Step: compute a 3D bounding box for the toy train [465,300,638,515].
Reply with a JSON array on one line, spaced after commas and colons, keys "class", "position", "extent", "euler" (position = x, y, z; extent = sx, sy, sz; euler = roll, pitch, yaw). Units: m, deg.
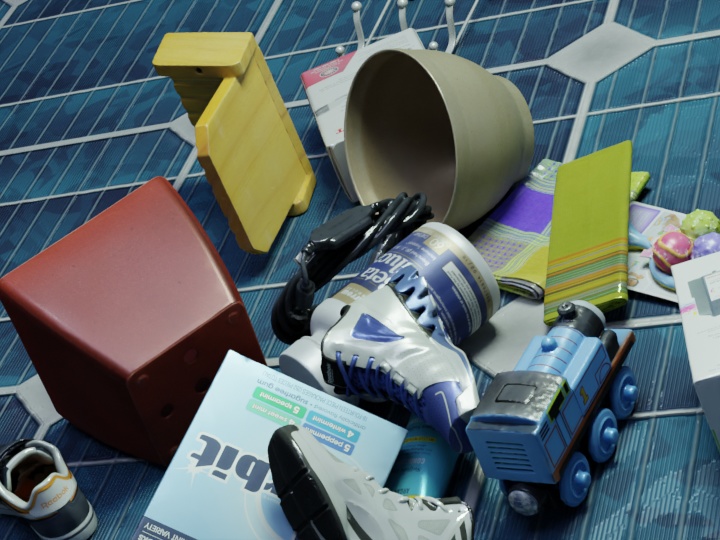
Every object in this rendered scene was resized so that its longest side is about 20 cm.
[{"class": "toy train", "position": [0.167, 0.111, 1.565], "extent": [0.087, 0.114, 0.200], "euler": [3, 41, 34]}]

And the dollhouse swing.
[{"class": "dollhouse swing", "position": [-0.163, -0.128, 2.038], "extent": [0.182, 0.200, 0.176], "euler": [5, 43, 37]}]

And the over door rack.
[{"class": "over door rack", "position": [0.072, -0.320, 2.295], "extent": [0.148, 0.067, 0.200], "euler": [3, 41, 34]}]

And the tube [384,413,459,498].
[{"class": "tube", "position": [0.050, 0.177, 1.613], "extent": [0.077, 0.050, 0.200], "euler": [-16, 35, 38]}]

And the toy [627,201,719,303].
[{"class": "toy", "position": [0.299, -0.024, 1.741], "extent": [0.200, 0.047, 0.115], "euler": [13, 49, 44]}]

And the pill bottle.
[{"class": "pill bottle", "position": [0.024, 0.052, 1.741], "extent": [0.200, 0.111, 0.111], "euler": [-38, 35, -22]}]

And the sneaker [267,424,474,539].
[{"class": "sneaker", "position": [0.016, 0.195, 1.511], "extent": [0.115, 0.201, 0.076], "euler": [-29, -11, -32]}]

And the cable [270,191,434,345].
[{"class": "cable", "position": [0.000, 0.000, 1.806], "extent": [0.051, 0.163, 0.200], "euler": [38, 51, 24]}]

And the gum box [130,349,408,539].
[{"class": "gum box", "position": [-0.076, 0.187, 1.556], "extent": [0.170, 0.045, 0.200], "euler": [24, 58, 3]}]

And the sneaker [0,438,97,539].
[{"class": "sneaker", "position": [-0.324, 0.194, 1.786], "extent": [0.078, 0.079, 0.200], "euler": [-40, 35, -24]}]

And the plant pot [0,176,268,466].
[{"class": "plant pot", "position": [-0.197, 0.068, 1.801], "extent": [0.200, 0.200, 0.176], "euler": [-35, 47, -18]}]

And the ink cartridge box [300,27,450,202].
[{"class": "ink cartridge box", "position": [0.024, -0.176, 2.099], "extent": [0.146, 0.083, 0.200], "euler": [-22, 32, 2]}]

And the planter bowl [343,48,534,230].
[{"class": "planter bowl", "position": [0.092, -0.134, 1.922], "extent": [0.135, 0.200, 0.200], "euler": [-10, 23, -32]}]

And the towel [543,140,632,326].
[{"class": "towel", "position": [0.220, -0.035, 1.778], "extent": [0.086, 0.018, 0.200], "euler": [-19, 44, 31]}]

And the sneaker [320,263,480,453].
[{"class": "sneaker", "position": [0.030, 0.090, 1.614], "extent": [0.115, 0.081, 0.199], "euler": [-22, 46, -6]}]

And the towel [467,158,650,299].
[{"class": "towel", "position": [0.183, -0.045, 1.868], "extent": [0.144, 0.023, 0.200], "euler": [15, 49, 45]}]

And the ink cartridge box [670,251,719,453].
[{"class": "ink cartridge box", "position": [0.308, 0.063, 1.543], "extent": [0.067, 0.117, 0.200], "euler": [-17, 33, 14]}]
